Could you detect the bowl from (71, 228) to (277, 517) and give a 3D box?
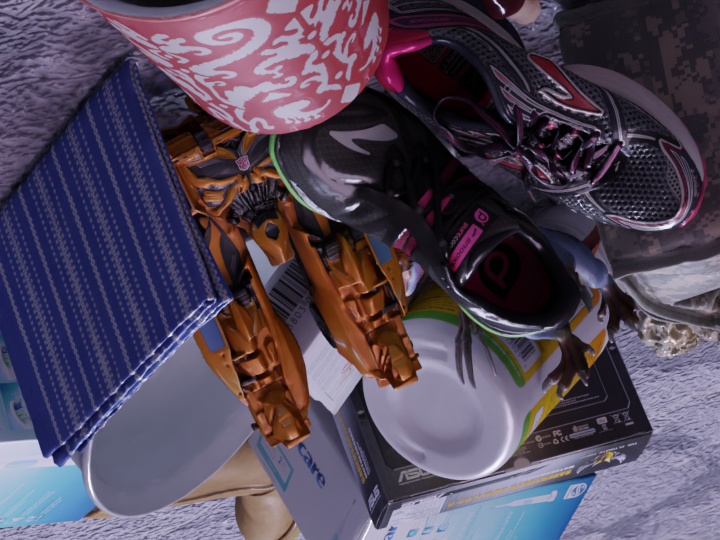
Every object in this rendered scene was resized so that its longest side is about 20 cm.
[{"bbox_3d":[-0.120,0.038,1.424,0.201,0.090,0.202,-42,153,-27],"label":"bowl"}]

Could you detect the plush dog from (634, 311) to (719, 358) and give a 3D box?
[{"bbox_3d":[0.294,0.027,1.699,0.159,0.173,0.200,-15,158,-12],"label":"plush dog"}]

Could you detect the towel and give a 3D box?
[{"bbox_3d":[-0.142,0.001,1.288,0.024,0.146,0.200,-7,156,-39],"label":"towel"}]

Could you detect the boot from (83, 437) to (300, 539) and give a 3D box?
[{"bbox_3d":[-0.124,0.160,1.806,0.199,0.066,0.176,-6,143,-33],"label":"boot"}]

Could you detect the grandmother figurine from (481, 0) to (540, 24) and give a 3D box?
[{"bbox_3d":[0.095,-0.170,1.180,0.199,0.061,0.122,-11,134,-39],"label":"grandmother figurine"}]

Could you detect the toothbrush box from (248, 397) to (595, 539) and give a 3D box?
[{"bbox_3d":[0.043,0.135,1.732,0.199,0.147,0.086,-5,136,-36],"label":"toothbrush box"}]

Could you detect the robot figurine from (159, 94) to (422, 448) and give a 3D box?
[{"bbox_3d":[-0.046,-0.013,1.304,0.144,0.201,0.058,-28,-159,-10],"label":"robot figurine"}]

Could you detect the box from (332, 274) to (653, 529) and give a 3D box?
[{"bbox_3d":[0.079,0.075,1.643,0.199,0.159,0.048,-14,154,-18],"label":"box"}]

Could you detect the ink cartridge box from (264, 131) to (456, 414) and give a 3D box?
[{"bbox_3d":[0.000,0.000,1.457,0.163,0.057,0.200,-54,173,-5],"label":"ink cartridge box"}]

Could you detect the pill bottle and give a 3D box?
[{"bbox_3d":[0.096,0.038,1.553,0.111,0.111,0.200,-41,-179,43],"label":"pill bottle"}]

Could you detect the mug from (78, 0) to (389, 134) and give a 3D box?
[{"bbox_3d":[-0.037,-0.136,1.051,0.176,0.134,0.200,7,167,13],"label":"mug"}]

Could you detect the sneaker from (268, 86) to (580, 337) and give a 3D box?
[{"bbox_3d":[0.041,-0.033,1.256,0.199,0.077,0.084,33,173,-23],"label":"sneaker"}]

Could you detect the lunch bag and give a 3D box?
[{"bbox_3d":[0.194,-0.060,1.392,0.117,0.165,0.200,-15,163,16],"label":"lunch bag"}]

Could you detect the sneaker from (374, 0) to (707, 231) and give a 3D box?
[{"bbox_3d":[0.087,-0.074,1.251,0.199,0.075,0.081,28,115,-6],"label":"sneaker"}]

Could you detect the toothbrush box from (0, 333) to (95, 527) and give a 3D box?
[{"bbox_3d":[-0.238,0.102,1.526,0.199,0.086,0.146,-3,154,-38],"label":"toothbrush box"}]

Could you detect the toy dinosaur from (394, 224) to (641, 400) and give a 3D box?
[{"bbox_3d":[0.080,0.001,1.422,0.105,0.200,0.181,-40,120,17],"label":"toy dinosaur"}]
